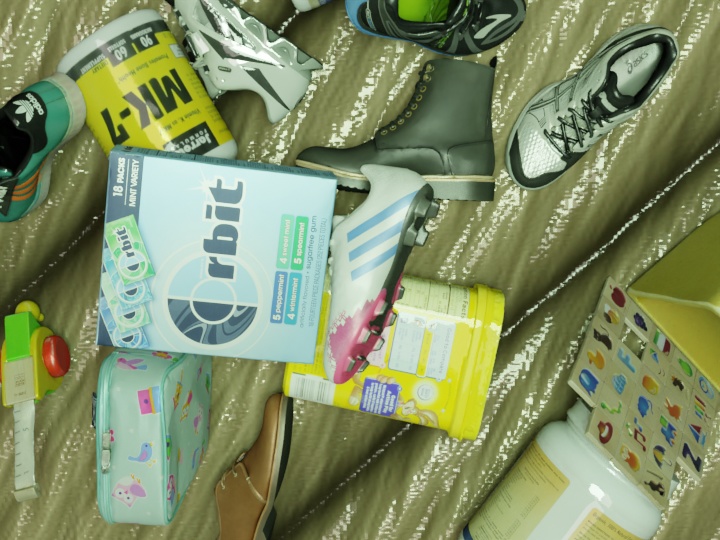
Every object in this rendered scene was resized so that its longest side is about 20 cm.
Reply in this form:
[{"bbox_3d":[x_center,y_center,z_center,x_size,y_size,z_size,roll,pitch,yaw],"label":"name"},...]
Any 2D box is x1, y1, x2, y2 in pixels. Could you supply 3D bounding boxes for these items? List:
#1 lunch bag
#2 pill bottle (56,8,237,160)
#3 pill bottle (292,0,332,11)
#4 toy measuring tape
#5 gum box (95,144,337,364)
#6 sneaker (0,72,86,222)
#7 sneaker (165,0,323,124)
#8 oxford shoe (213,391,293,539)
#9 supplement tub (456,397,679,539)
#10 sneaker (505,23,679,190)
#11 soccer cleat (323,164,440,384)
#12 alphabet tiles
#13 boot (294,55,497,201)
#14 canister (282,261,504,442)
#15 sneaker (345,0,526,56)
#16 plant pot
[{"bbox_3d":[-0.193,0.143,0.874,0.075,0.200,0.164,5,102,3],"label":"lunch bag"},{"bbox_3d":[-0.187,-0.130,0.873,0.113,0.114,0.202,-31,98,6],"label":"pill bottle"},{"bbox_3d":[0.014,-0.324,0.836,0.196,0.111,0.113,-21,98,5],"label":"pill bottle"},{"bbox_3d":[-0.324,0.129,0.923,0.072,0.074,0.204,-12,70,4],"label":"toy measuring tape"},{"bbox_3d":[-0.128,-0.012,0.824,0.195,0.045,0.174,6,103,-10],"label":"gum box"},{"bbox_3d":[-0.329,-0.104,0.859,0.072,0.080,0.200,49,131,3],"label":"sneaker"},{"bbox_3d":[-0.139,-0.216,0.877,0.198,0.074,0.089,35,97,-4],"label":"sneaker"},{"bbox_3d":[-0.113,0.215,0.951,0.070,0.071,0.204,16,101,4],"label":"oxford shoe"},{"bbox_3d":[0.203,0.242,0.907,0.143,0.145,0.201,36,99,-4],"label":"supplement tub"},{"bbox_3d":[0.215,-0.157,0.871,0.075,0.088,0.200,42,99,-7],"label":"sneaker"},{"bbox_3d":[0.000,0.000,0.841,0.085,0.070,0.203,26,95,19],"label":"soccer cleat"},{"bbox_3d":[0.270,0.120,0.874,0.167,0.201,0.008,44,133,-6],"label":"alphabet tiles"},{"bbox_3d":[0.036,-0.143,0.893,0.195,0.077,0.142,4,94,-10],"label":"boot"},{"bbox_3d":[0.031,0.073,0.915,0.195,0.087,0.152,12,99,1],"label":"canister"},{"bbox_3d":[0.080,-0.234,0.836,0.196,0.082,0.073,-4,103,-37],"label":"sneaker"},{"bbox_3d":[0.408,0.021,0.851,0.194,0.195,0.200,45,87,-6],"label":"plant pot"}]
